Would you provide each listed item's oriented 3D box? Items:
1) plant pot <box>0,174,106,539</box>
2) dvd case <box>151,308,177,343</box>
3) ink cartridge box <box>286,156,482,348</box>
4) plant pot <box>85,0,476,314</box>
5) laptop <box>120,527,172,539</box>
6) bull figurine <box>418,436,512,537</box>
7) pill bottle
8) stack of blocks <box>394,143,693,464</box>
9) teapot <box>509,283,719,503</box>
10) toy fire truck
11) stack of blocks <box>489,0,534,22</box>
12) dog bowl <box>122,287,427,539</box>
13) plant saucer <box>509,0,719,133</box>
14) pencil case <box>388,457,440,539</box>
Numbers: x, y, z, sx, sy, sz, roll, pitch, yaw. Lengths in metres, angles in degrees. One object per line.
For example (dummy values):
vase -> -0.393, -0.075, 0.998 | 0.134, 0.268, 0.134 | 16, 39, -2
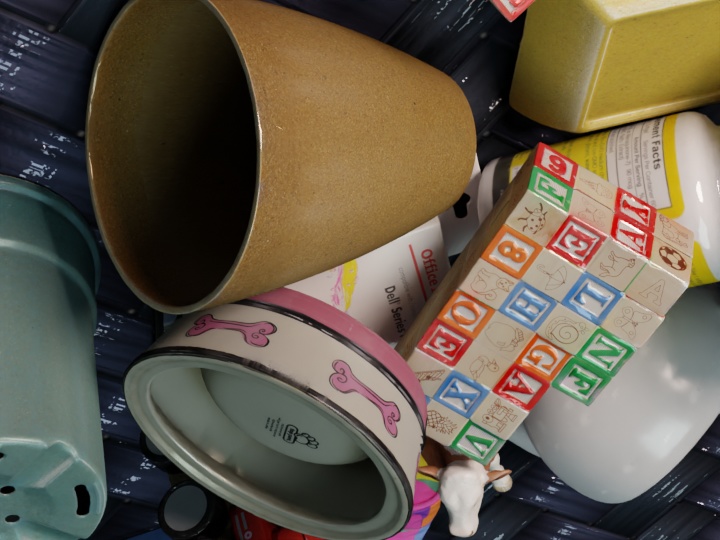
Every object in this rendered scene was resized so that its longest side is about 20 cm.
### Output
plant pot -> -0.247, 0.078, 1.116 | 0.199, 0.197, 0.201 | -11, 140, -10
dvd case -> -0.076, 0.007, 1.241 | 0.142, 0.018, 0.200 | -8, 139, -12
ink cartridge box -> 0.000, 0.000, 1.195 | 0.199, 0.067, 0.117 | -19, 140, 0
plant pot -> -0.034, -0.077, 1.063 | 0.199, 0.187, 0.187 | -6, 141, -38
laptop -> -0.110, 0.237, 1.351 | 0.115, 0.188, 0.200 | 7, 134, -31
bull figurine -> 0.059, 0.104, 1.269 | 0.065, 0.201, 0.122 | -22, 151, 1
pill bottle -> 0.188, -0.040, 1.177 | 0.199, 0.115, 0.114 | -12, 143, 22
stack of blocks -> 0.109, 0.032, 1.131 | 0.115, 0.059, 0.200 | 30, 125, -7
teapot -> 0.183, 0.061, 1.306 | 0.146, 0.197, 0.200 | 38, 78, -5
toy fire truck -> -0.048, 0.144, 1.277 | 0.199, 0.177, 0.129 | -25, 144, 8
stack of blocks -> 0.115, -0.247, 0.961 | 0.200, 0.059, 0.115 | -42, 130, 9
dog bowl -> -0.046, 0.086, 1.118 | 0.199, 0.074, 0.200 | 20, 148, 13
plant saucer -> 0.202, -0.152, 1.105 | 0.199, 0.049, 0.200 | -13, 156, -7
pencil case -> 0.004, 0.224, 1.467 | 0.088, 0.089, 0.200 | 3, 134, -24
